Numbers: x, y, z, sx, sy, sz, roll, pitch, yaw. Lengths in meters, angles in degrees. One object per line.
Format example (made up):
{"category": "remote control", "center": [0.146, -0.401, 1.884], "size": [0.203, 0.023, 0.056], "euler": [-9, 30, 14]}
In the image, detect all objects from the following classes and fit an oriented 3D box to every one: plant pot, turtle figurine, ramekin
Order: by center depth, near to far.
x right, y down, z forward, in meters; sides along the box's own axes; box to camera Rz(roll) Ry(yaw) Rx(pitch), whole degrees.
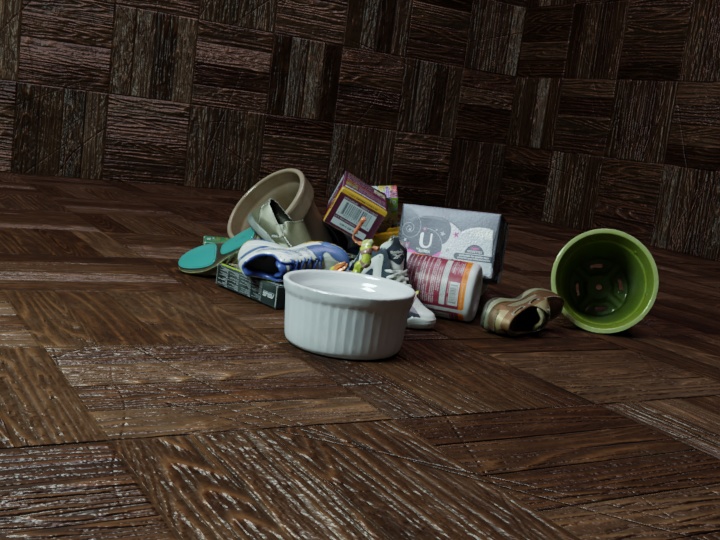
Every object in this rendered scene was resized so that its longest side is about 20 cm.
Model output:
{"category": "ramekin", "center": [-0.022, 0.065, 1.332], "size": [0.199, 0.098, 0.200], "euler": [7, 10, -1]}
{"category": "turtle figurine", "center": [0.012, 0.024, 1.454], "size": [0.161, 0.201, 0.064], "euler": [28, 25, 3]}
{"category": "plant pot", "center": [0.484, 0.029, 1.774], "size": [0.199, 0.201, 0.190], "euler": [9, -4, 13]}
{"category": "plant pot", "center": [-0.150, -0.085, 1.848], "size": [0.200, 0.201, 0.175], "euler": [19, -23, 51]}

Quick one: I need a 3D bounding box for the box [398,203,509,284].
{"category": "box", "center": [0.180, -0.051, 1.744], "size": [0.199, 0.133, 0.115], "euler": [8, -4, 19]}

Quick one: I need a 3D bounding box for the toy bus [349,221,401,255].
{"category": "toy bus", "center": [0.064, -0.039, 2.011], "size": [0.191, 0.136, 0.200], "euler": [-7, 4, 17]}

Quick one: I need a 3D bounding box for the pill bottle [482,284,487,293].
{"category": "pill bottle", "center": [0.225, -0.004, 1.901], "size": [0.113, 0.114, 0.200], "euler": [8, 10, 8]}

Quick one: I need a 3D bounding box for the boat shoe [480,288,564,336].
{"category": "boat shoe", "center": [0.304, 0.083, 1.589], "size": [0.199, 0.076, 0.074], "euler": [-11, 24, -39]}

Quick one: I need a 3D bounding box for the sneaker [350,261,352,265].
{"category": "sneaker", "center": [0.012, -0.006, 1.860], "size": [0.199, 0.077, 0.076], "euler": [11, 11, 31]}

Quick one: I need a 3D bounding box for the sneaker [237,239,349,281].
{"category": "sneaker", "center": [-0.119, -0.006, 1.560], "size": [0.199, 0.076, 0.088], "euler": [1, 23, -1]}

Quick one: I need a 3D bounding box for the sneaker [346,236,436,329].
{"category": "sneaker", "center": [0.063, 0.012, 1.555], "size": [0.079, 0.130, 0.199], "euler": [0, 25, -47]}

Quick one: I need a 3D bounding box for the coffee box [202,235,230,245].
{"category": "coffee box", "center": [-0.254, -0.042, 1.974], "size": [0.199, 0.044, 0.123], "euler": [6, 9, -13]}

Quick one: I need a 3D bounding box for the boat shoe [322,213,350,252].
{"category": "boat shoe", "center": [-0.064, -0.062, 1.976], "size": [0.076, 0.060, 0.200], "euler": [42, -11, 22]}

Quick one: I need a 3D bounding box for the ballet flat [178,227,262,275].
{"category": "ballet flat", "center": [-0.266, -0.025, 1.736], "size": [0.199, 0.071, 0.071], "euler": [-20, -2, 23]}

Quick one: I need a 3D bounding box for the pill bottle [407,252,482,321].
{"category": "pill bottle", "center": [0.121, 0.026, 1.651], "size": [0.199, 0.110, 0.110], "euler": [10, 10, 16]}

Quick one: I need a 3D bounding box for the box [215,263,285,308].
{"category": "box", "center": [-0.138, 0.025, 1.657], "size": [0.193, 0.048, 0.200], "euler": [-4, 15, -42]}

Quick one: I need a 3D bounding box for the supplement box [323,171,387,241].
{"category": "supplement box", "center": [-0.009, -0.136, 1.898], "size": [0.110, 0.086, 0.200], "euler": [30, 14, -7]}

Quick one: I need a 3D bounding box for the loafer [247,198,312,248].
{"category": "loafer", "center": [-0.130, -0.061, 1.655], "size": [0.200, 0.070, 0.075], "euler": [42, 22, 17]}

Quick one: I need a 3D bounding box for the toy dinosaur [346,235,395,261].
{"category": "toy dinosaur", "center": [0.000, 0.000, 1.768], "size": [0.088, 0.048, 0.200], "euler": [0, 41, 28]}

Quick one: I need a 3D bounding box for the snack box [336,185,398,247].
{"category": "snack box", "center": [0.015, -0.107, 2.084], "size": [0.141, 0.201, 0.053], "euler": [-2, 44, -3]}
